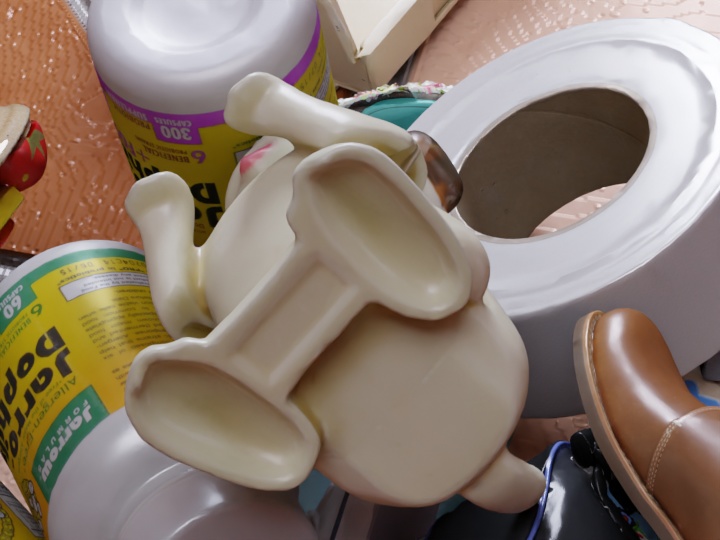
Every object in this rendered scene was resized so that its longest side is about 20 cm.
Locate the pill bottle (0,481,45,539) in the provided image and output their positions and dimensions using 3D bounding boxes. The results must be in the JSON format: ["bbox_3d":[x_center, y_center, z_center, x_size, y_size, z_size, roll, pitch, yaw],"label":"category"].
[{"bbox_3d":[-0.186,0.156,0.983,0.113,0.113,0.200,-39,60,-17],"label":"pill bottle"}]

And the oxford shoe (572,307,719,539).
[{"bbox_3d":[0.145,0.082,0.853,0.071,0.071,0.200,-43,47,21],"label":"oxford shoe"}]

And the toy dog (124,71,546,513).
[{"bbox_3d":[0.000,0.000,0.884,0.193,0.140,0.200,28,16,-17],"label":"toy dog"}]

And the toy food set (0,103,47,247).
[{"bbox_3d":[-0.226,-0.001,1.049,0.049,0.200,0.198,43,50,-15],"label":"toy food set"}]

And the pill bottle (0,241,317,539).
[{"bbox_3d":[-0.095,0.080,0.948,0.113,0.113,0.200,-28,39,-10],"label":"pill bottle"}]

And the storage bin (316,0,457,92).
[{"bbox_3d":[-0.021,-0.224,1.219,0.198,0.094,0.200,29,65,24],"label":"storage bin"}]

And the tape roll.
[{"bbox_3d":[0.101,-0.027,1.013,0.202,0.071,0.203,-20,39,17],"label":"tape roll"}]

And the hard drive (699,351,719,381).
[{"bbox_3d":[0.254,0.003,1.026,0.199,0.042,0.135,1,36,-3],"label":"hard drive"}]

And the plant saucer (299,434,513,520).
[{"bbox_3d":[-0.018,0.063,1.072,0.199,0.027,0.201,-3,58,5],"label":"plant saucer"}]

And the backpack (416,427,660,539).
[{"bbox_3d":[0.099,0.197,0.892,0.134,0.200,0.183,-35,15,33],"label":"backpack"}]

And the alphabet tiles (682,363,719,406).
[{"bbox_3d":[0.221,0.093,0.968,0.200,0.015,0.196,-19,49,-43],"label":"alphabet tiles"}]

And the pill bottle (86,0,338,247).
[{"bbox_3d":[-0.058,-0.059,1.019,0.104,0.200,0.105,-5,52,7],"label":"pill bottle"}]

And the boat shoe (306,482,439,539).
[{"bbox_3d":[-0.019,0.140,0.972,0.065,0.074,0.201,16,79,26],"label":"boat shoe"}]

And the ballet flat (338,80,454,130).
[{"bbox_3d":[-0.006,-0.070,1.134,0.199,0.076,0.064,-5,32,-1],"label":"ballet flat"}]
